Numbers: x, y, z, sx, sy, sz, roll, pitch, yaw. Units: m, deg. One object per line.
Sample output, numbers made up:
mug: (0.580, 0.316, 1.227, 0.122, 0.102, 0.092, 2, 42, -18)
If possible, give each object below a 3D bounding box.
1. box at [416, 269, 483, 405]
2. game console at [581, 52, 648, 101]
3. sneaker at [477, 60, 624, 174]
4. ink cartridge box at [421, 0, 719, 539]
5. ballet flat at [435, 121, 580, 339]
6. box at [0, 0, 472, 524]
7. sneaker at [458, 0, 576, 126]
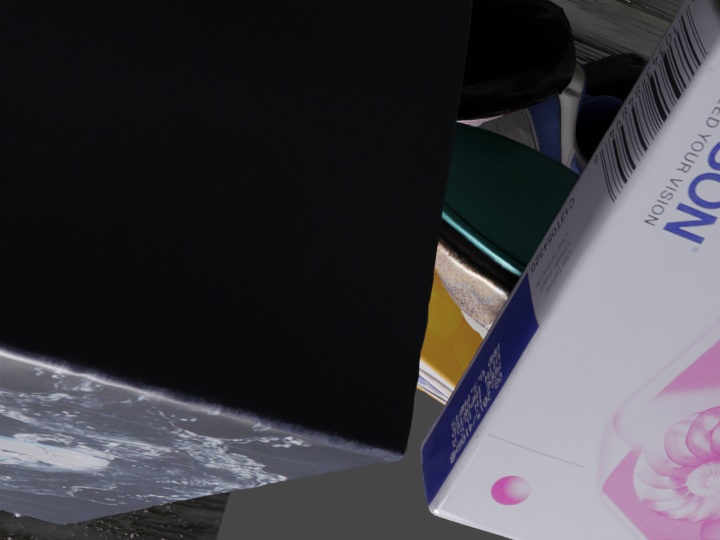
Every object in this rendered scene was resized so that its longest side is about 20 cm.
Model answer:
box: (0.000, 0.000, 0.885, 0.119, 0.042, 0.200, 30, 175, 47)
game console: (0.023, -0.049, 1.038, 0.198, 0.117, 0.176, -19, 149, 1)
sneaker: (0.085, -0.018, 0.934, 0.075, 0.088, 0.200, 47, -178, 32)
ink cartridge box: (0.147, 0.024, 0.746, 0.199, 0.197, 0.043, 18, -147, -16)
ballet flat: (0.084, 0.016, 0.803, 0.199, 0.068, 0.067, 24, 134, -12)
box: (-0.110, -0.022, 0.569, 0.195, 0.118, 0.200, 17, 162, -26)
sneaker: (-0.012, -0.091, 0.765, 0.199, 0.081, 0.086, 6, 175, -38)
